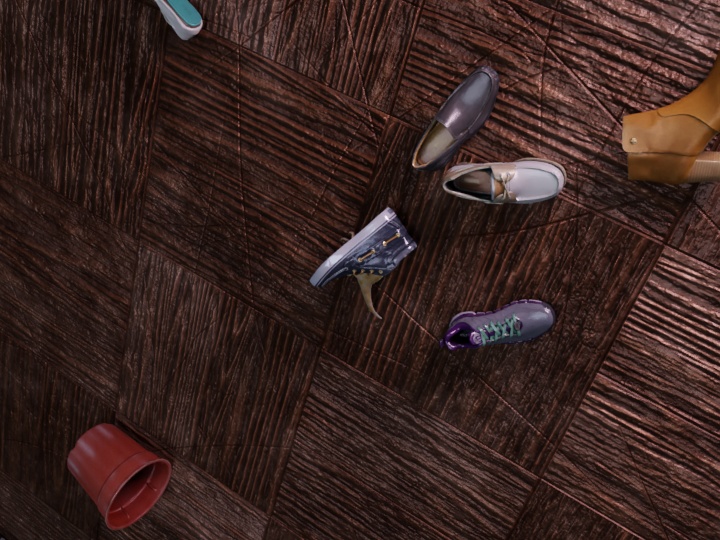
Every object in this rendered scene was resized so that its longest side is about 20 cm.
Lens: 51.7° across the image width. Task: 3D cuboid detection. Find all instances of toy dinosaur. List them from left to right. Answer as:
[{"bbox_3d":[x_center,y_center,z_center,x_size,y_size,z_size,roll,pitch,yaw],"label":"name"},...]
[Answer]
[{"bbox_3d":[0.000,0.000,1.380,0.099,0.058,0.204,14,115,23],"label":"toy dinosaur"}]

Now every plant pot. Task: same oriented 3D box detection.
[{"bbox_3d":[-0.610,0.496,1.847,0.194,0.200,0.203,33,122,23],"label":"plant pot"}]

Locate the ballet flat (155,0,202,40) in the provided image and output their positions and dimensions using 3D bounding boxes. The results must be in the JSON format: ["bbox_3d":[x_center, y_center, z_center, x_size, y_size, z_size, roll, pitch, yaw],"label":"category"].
[{"bbox_3d":[-0.370,-0.517,1.385,0.069,0.069,0.201,-34,92,34],"label":"ballet flat"}]

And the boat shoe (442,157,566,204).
[{"bbox_3d":[0.227,-0.137,1.192,0.197,0.068,0.076,1,110,29],"label":"boat shoe"}]

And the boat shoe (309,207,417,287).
[{"bbox_3d":[0.004,-0.014,1.318,0.199,0.071,0.091,-40,91,16],"label":"boat shoe"}]

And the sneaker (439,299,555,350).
[{"bbox_3d":[0.234,0.107,1.272,0.197,0.087,0.076,-15,102,33],"label":"sneaker"}]

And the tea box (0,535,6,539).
[{"bbox_3d":[-1.250,0.929,2.359,0.194,0.200,0.136,25,120,18],"label":"tea box"}]

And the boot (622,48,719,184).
[{"bbox_3d":[0.441,-0.217,1.038,0.141,0.071,0.205,7,118,23],"label":"boot"}]

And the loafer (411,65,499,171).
[{"bbox_3d":[0.151,-0.236,1.193,0.073,0.072,0.201,39,122,11],"label":"loafer"}]
